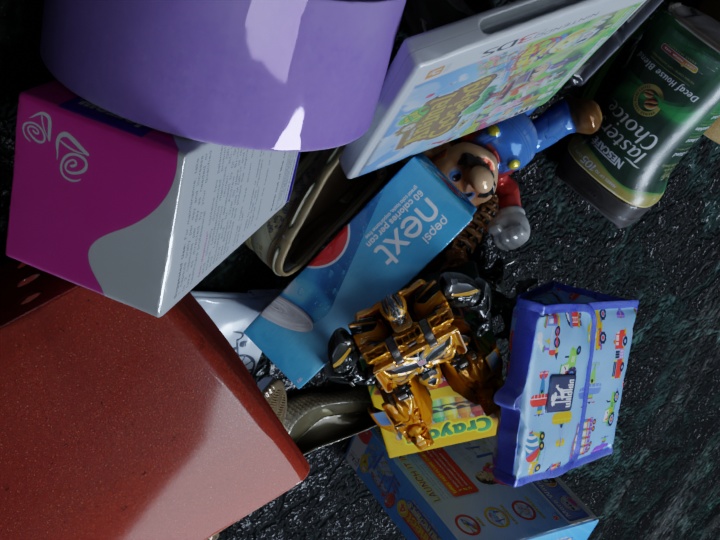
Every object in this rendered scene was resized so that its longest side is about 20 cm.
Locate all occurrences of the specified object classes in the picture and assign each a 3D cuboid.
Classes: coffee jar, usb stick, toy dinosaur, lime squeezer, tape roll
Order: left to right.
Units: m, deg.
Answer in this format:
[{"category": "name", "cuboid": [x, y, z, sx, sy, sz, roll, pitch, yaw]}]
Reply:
[{"category": "tape roll", "cuboid": [-0.077, -0.150, 0.545, 0.199, 0.200, 0.085, -5, 125, -37]}, {"category": "toy dinosaur", "cuboid": [0.094, 0.026, 0.917, 0.135, 0.103, 0.200, 9, 139, -25]}, {"category": "lime squeezer", "cuboid": [0.226, -0.244, 0.856, 0.070, 0.038, 0.201, -10, 137, 8]}, {"category": "usb stick", "cuboid": [0.232, -0.239, 0.806, 0.200, 0.033, 0.055, -46, 111, -5]}, {"category": "coffee jar", "cuboid": [0.272, -0.140, 0.891, 0.085, 0.104, 0.200, -25, 152, -48]}]

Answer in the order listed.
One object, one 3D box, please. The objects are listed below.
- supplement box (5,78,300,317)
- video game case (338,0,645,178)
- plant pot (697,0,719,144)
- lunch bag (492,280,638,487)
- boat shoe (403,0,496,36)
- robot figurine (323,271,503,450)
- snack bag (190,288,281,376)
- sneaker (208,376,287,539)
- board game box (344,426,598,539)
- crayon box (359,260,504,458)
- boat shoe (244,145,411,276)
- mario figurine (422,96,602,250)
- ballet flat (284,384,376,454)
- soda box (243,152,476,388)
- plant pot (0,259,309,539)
[{"category": "supplement box", "cuboid": [-0.113, -0.069, 0.580, 0.200, 0.101, 0.104, -55, 163, -60]}, {"category": "video game case", "cuboid": [0.086, -0.131, 0.643, 0.181, 0.022, 0.200, -23, 173, -16]}, {"category": "plant pot", "cuboid": [0.396, -0.225, 0.917, 0.186, 0.187, 0.200, 6, 134, -42]}, {"category": "lunch bag", "cuboid": [0.161, 0.095, 0.829, 0.200, 0.094, 0.152, -4, 104, -58]}, {"category": "boat shoe", "cuboid": [0.069, -0.191, 0.709, 0.067, 0.057, 0.200, -40, 124, -5]}, {"category": "robot figurine", "cuboid": [0.054, 0.076, 0.769, 0.144, 0.058, 0.200, -28, 148, 2]}, {"category": "snack bag", "cuboid": [-0.171, 0.097, 0.801, 0.188, 0.021, 0.201, 3, 117, -42]}, {"category": "sneaker", "cuboid": [-0.148, 0.160, 0.811, 0.200, 0.108, 0.070, -58, 147, -41]}, {"category": "board game box", "cuboid": [0.117, 0.231, 1.012, 0.195, 0.200, 0.056, -1, 124, -39]}, {"category": "crayon box", "cuboid": [0.070, 0.100, 0.894, 0.126, 0.051, 0.201, -14, 120, 5]}, {"category": "boat shoe", "cuboid": [-0.009, -0.078, 0.763, 0.200, 0.063, 0.073, -47, 139, 1]}, {"category": "mario figurine", "cuboid": [0.125, -0.101, 0.816, 0.200, 0.123, 0.106, -41, 160, -13]}, {"category": "ballet flat", "cuboid": [-0.028, 0.151, 0.943, 0.199, 0.046, 0.068, -14, 129, -31]}, {"category": "soda box", "cuboid": [0.000, 0.000, 0.766, 0.200, 0.068, 0.064, -45, 180, 14]}, {"category": "plant pot", "cuboid": [-0.181, 0.078, 0.638, 0.199, 0.200, 0.177, -29, 114, -11]}]
